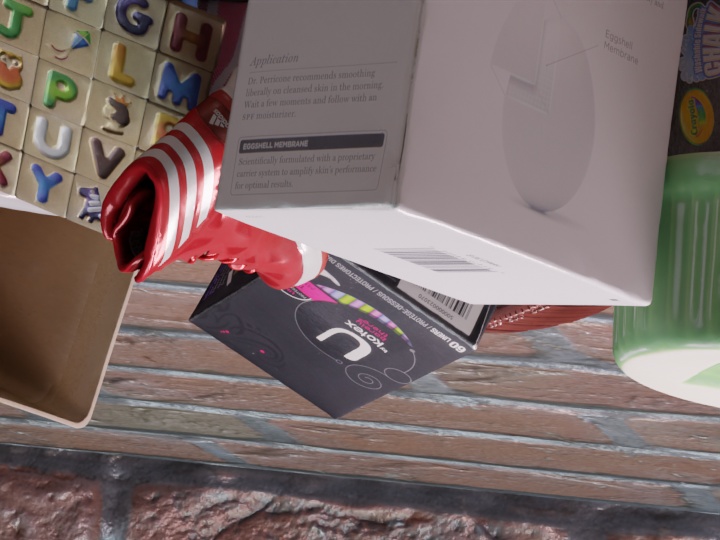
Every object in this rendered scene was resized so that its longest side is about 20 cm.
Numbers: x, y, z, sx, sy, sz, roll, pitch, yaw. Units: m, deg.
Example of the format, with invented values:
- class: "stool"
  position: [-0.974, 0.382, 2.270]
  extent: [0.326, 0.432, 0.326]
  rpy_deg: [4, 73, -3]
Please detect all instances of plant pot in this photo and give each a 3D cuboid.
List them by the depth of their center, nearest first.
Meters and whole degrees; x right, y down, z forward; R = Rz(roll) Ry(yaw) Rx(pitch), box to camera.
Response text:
- class: "plant pot"
  position: [-0.296, -0.016, 2.054]
  extent: [0.177, 0.201, 0.200]
  rpy_deg: [15, 174, 33]

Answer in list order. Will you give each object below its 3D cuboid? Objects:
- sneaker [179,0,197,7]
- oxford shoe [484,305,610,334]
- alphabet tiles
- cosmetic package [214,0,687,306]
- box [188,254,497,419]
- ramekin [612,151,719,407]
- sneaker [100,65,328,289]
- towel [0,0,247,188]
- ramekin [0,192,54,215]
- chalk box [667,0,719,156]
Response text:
- class: "sneaker"
  position: [-0.193, -0.146, 1.577]
  extent: [0.199, 0.083, 0.071]
  rpy_deg: [6, 168, 11]
- class: "oxford shoe"
  position: [0.135, -0.015, 1.714]
  extent: [0.200, 0.075, 0.070]
  rpy_deg: [-27, 161, 39]
- class: "alphabet tiles"
  position: [-0.162, -0.113, 1.526]
  extent: [0.166, 0.006, 0.200]
  rpy_deg: [23, 128, 9]
- class: "cosmetic package"
  position: [0.050, -0.101, 1.341]
  extent: [0.123, 0.201, 0.199]
  rpy_deg: [0, 166, 42]
- class: "box"
  position: [0.000, 0.000, 1.705]
  extent: [0.122, 0.106, 0.200]
  rpy_deg: [35, 153, -13]
- class: "ramekin"
  position: [0.223, 0.013, 1.420]
  extent: [0.199, 0.098, 0.200]
  rpy_deg: [8, 168, 2]
- class: "sneaker"
  position: [-0.088, -0.029, 1.520]
  extent: [0.115, 0.078, 0.200]
  rpy_deg: [-33, 151, -11]
- class: "towel"
  position: [-0.160, -0.107, 1.623]
  extent: [0.199, 0.147, 0.030]
  rpy_deg: [2, 137, 23]
- class: "ramekin"
  position: [-0.256, -0.096, 1.774]
  extent: [0.202, 0.095, 0.202]
  rpy_deg: [10, 178, 0]
- class: "chalk box"
  position: [0.225, -0.092, 1.462]
  extent: [0.199, 0.125, 0.124]
  rpy_deg: [4, 168, 24]
